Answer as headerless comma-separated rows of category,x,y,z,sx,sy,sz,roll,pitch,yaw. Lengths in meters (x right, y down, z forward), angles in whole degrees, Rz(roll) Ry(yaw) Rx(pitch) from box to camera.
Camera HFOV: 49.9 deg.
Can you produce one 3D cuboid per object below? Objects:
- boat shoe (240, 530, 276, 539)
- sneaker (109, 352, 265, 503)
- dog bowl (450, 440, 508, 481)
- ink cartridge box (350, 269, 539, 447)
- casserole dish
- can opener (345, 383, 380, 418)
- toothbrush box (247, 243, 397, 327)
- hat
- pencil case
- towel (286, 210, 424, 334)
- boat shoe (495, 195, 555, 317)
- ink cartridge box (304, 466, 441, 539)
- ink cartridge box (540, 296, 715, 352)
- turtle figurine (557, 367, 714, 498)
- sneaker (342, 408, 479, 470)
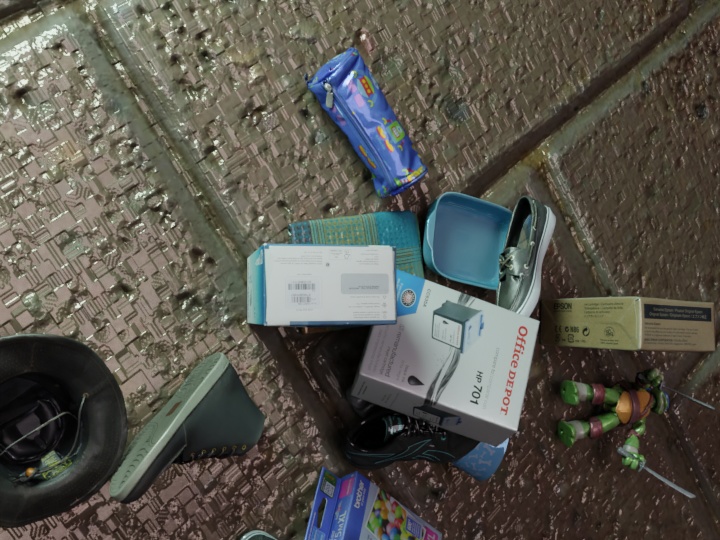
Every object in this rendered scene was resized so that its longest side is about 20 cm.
boat shoe,-0.068,0.387,0.938,0.199,0.056,0.069,41,68,-21
sneaker,-0.183,0.198,0.868,0.107,0.074,0.201,52,51,-18
dog bowl,0.169,0.183,1.072,0.049,0.111,0.205,19,77,-13
ink cartridge box,0.103,0.106,0.944,0.196,0.086,0.149,18,64,1
casserole dish,0.157,-0.039,1.107,0.197,0.038,0.124,12,81,-35
can opener,0.055,0.106,1.034,0.199,0.067,0.054,-40,136,-9
toothbrush box,-0.052,0.020,0.884,0.143,0.200,0.088,0,88,-14
hat,-0.340,0.151,0.794,0.197,0.080,0.206,-10,108,-34
pencil case,0.009,-0.190,1.018,0.202,0.077,0.087,56,35,-14
towel,0.000,0.000,1.035,0.196,0.022,0.151,-8,90,-29
boat shoe,0.222,-0.013,1.095,0.056,0.068,0.203,34,62,-26
ink cartridge box,0.020,0.345,0.985,0.199,0.042,0.121,39,41,-20
ink cartridge box,0.392,0.080,1.150,0.161,0.199,0.077,3,86,-29
turtle figurine,0.408,0.222,1.168,0.189,0.146,0.203,-1,44,-12
sneaker,0.070,0.205,0.973,0.195,0.080,0.077,-16,62,4
